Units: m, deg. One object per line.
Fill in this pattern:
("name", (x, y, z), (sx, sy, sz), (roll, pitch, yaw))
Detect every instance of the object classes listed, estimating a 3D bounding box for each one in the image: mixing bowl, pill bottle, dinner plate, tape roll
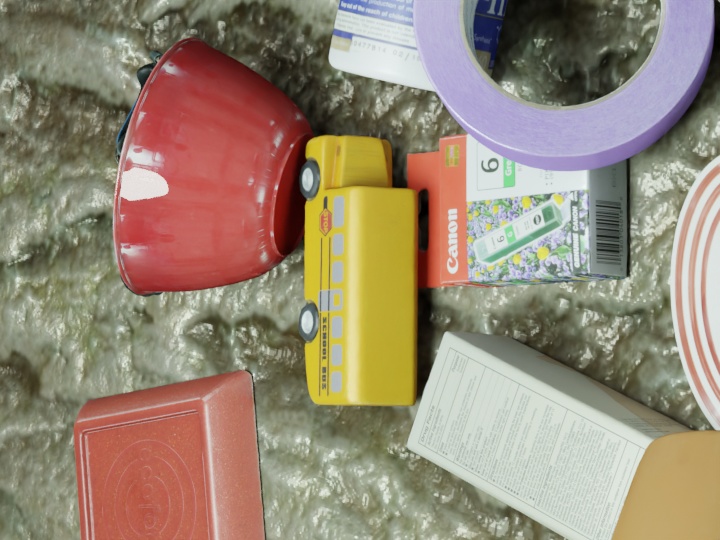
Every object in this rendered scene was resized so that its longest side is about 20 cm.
("mixing bowl", (-0.097, -0.068, 1.855), (0.108, 0.200, 0.201), (13, 96, 15))
("pill bottle", (0.054, -0.232, 1.757), (0.120, 0.120, 0.200), (18, 99, 41))
("dinner plate", (0.260, 0.021, 1.582), (0.200, 0.024, 0.201), (177, 90, -67))
("tape roll", (0.138, -0.170, 1.649), (0.200, 0.066, 0.201), (-1, 84, 9))

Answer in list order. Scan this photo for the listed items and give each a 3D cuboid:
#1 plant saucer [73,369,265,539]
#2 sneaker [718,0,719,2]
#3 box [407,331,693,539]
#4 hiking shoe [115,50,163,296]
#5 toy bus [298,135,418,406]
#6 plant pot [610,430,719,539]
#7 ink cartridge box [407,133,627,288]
("plant saucer", (-0.162, 0.191, 1.974), (0.200, 0.037, 0.200), (-12, 79, 40))
("sneaker", (0.276, -0.111, 1.581), (0.093, 0.070, 0.200), (-49, 60, 21))
("box", (0.136, 0.120, 1.683), (0.200, 0.078, 0.095), (29, 106, 39))
("hiking shoe", (-0.170, -0.078, 1.966), (0.074, 0.087, 0.200), (21, 101, 41))
("toy bus", (0.000, 0.000, 1.810), (0.078, 0.065, 0.200), (-6, 83, 60))
("plant pot", (0.237, 0.185, 1.528), (0.200, 0.200, 0.140), (-8, 65, 41))
("ink cartridge box", (0.096, -0.043, 1.750), (0.200, 0.050, 0.109), (-4, 84, 41))
